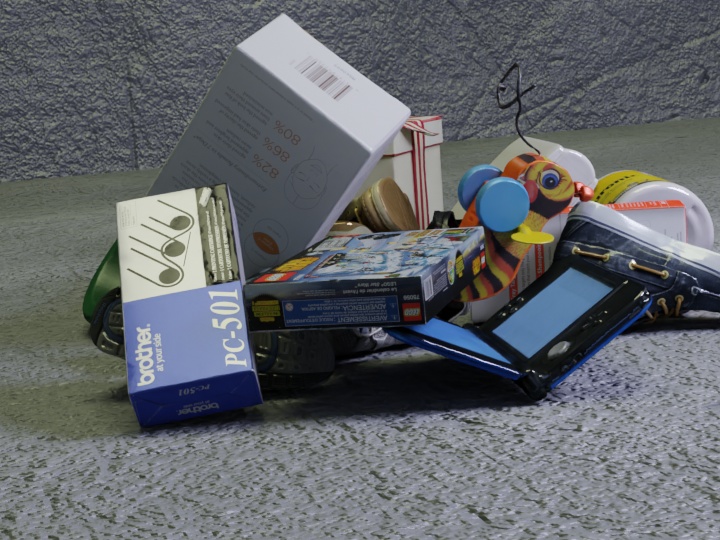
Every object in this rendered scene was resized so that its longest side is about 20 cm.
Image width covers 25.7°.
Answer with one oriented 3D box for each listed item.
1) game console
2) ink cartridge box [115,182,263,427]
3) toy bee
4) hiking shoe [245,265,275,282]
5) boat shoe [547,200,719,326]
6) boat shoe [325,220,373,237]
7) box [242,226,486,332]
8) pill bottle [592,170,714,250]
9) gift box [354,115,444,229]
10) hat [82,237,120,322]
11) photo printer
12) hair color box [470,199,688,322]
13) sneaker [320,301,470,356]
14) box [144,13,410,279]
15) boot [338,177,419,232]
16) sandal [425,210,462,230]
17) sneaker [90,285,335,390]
[{"bbox_3d":[0.103,0.020,1.229,0.171,0.118,0.200,-39,13,-2],"label":"game console"},{"bbox_3d":[-0.133,0.022,1.207,0.094,0.044,0.200,-10,47,-1],"label":"ink cartridge box"},{"bbox_3d":[0.144,-0.057,1.364,0.108,0.200,0.131,17,32,-18],"label":"toy bee"},{"bbox_3d":[-0.102,0.049,1.379,0.199,0.075,0.087,-10,26,-7],"label":"hiking shoe"},{"bbox_3d":[0.260,0.020,1.380,0.200,0.091,0.071,24,-14,11],"label":"boat shoe"},{"bbox_3d":[0.000,0.000,1.598,0.074,0.067,0.200,0,-11,25],"label":"boat shoe"},{"bbox_3d":[0.009,0.005,1.215,0.136,0.040,0.200,-2,11,18],"label":"box"},{"bbox_3d":[0.283,-0.045,1.622,0.111,0.112,0.200,-4,8,-4],"label":"pill bottle"},{"bbox_3d":[0.017,-0.114,1.936,0.199,0.187,0.184,-2,10,19],"label":"gift box"},{"bbox_3d":[-0.154,0.033,1.559,0.176,0.166,0.200,39,0,-21],"label":"hat"},{"bbox_3d":[0.162,-0.067,1.705,0.166,0.069,0.200,-49,12,1],"label":"photo printer"},{"bbox_3d":[0.200,-0.009,1.460,0.199,0.102,0.061,-2,8,6],"label":"hair color box"},{"bbox_3d":[0.023,0.030,1.368,0.082,0.075,0.200,1,10,34],"label":"sneaker"},{"bbox_3d":[-0.078,-0.100,1.431,0.152,0.200,0.106,38,33,2],"label":"box"},{"bbox_3d":[-0.020,-0.040,1.710,0.155,0.073,0.200,-19,-3,6],"label":"boot"},{"bbox_3d":[0.079,-0.030,1.632,0.048,0.075,0.200,29,-4,-11],"label":"sandal"},{"bbox_3d":[-0.113,0.057,1.270,0.199,0.075,0.087,12,-16,14],"label":"sneaker"}]
